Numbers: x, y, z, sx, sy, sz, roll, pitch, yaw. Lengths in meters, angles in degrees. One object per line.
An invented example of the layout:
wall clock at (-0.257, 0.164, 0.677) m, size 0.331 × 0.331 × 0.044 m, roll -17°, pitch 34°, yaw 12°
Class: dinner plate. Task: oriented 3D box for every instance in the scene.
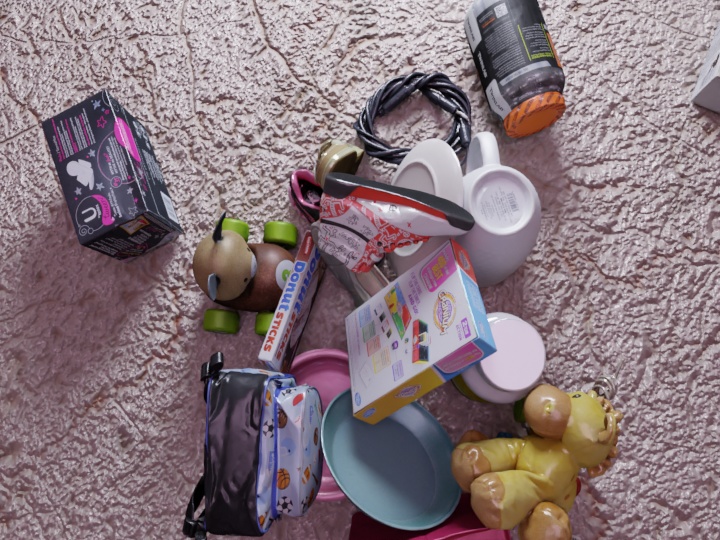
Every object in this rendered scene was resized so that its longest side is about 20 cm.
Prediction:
dinner plate at (0.077, -0.086, 0.786) m, size 0.023 × 0.199 × 0.208 m, roll 6°, pitch 76°, yaw -27°

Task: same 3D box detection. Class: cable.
cable at (0.084, -0.244, 0.886) m, size 0.192 × 0.051 × 0.170 m, roll 3°, pitch 78°, yaw 3°

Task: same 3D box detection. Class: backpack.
backpack at (-0.118, 0.208, 0.677) m, size 0.148 × 0.191 × 0.208 m, roll 6°, pitch 83°, yaw -1°

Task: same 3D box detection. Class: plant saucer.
plant saucer at (0.035, 0.236, 0.696) m, size 0.197 × 0.200 × 0.037 m, roll 33°, pitch 123°, yaw 7°
plant saucer at (-0.048, 0.218, 0.794) m, size 0.192 × 0.051 × 0.209 m, roll -1°, pitch 79°, yaw 3°

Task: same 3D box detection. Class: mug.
mug at (0.179, -0.093, 0.787) m, size 0.142 × 0.176 × 0.208 m, roll -4°, pitch 78°, yaw 1°

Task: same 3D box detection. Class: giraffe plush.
giraffe plush at (0.218, 0.207, 0.624) m, size 0.196 × 0.173 × 0.166 m, roll 27°, pitch 100°, yaw -18°

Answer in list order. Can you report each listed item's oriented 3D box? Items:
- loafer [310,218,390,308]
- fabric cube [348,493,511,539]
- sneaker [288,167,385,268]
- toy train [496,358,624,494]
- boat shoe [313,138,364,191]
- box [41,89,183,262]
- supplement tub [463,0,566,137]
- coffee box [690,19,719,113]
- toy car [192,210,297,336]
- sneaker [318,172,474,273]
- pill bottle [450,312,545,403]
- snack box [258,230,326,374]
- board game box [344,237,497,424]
loafer at (0.000, 0.000, 0.805) m, size 0.063 × 0.071 × 0.203 m, roll -41°, pitch 112°, yaw -22°
fabric cube at (0.088, 0.408, 0.674) m, size 0.192 × 0.200 × 0.204 m, roll -9°, pitch 79°, yaw 0°
sneaker at (-0.040, -0.079, 0.834) m, size 0.199 × 0.096 × 0.079 m, roll 43°, pitch 81°, yaw 8°
toy train at (0.257, 0.190, 0.734) m, size 0.112 × 0.085 × 0.207 m, roll 16°, pitch 106°, yaw 1°
boat shoe at (-0.040, -0.158, 0.801) m, size 0.062 × 0.201 × 0.075 m, roll 27°, pitch 111°, yaw 0°
box at (-0.373, -0.135, 0.838) m, size 0.112 × 0.132 × 0.206 m, roll -23°, pitch 78°, yaw 0°
supplement tub at (0.242, -0.324, 0.860) m, size 0.118 × 0.123 × 0.207 m, roll -14°, pitch 77°, yaw -1°
coffee box at (0.624, -0.351, 0.873) m, size 0.110 × 0.080 × 0.205 m, roll 24°, pitch 80°, yaw 8°
toy car at (-0.169, -0.004, 0.768) m, size 0.151 × 0.200 × 0.171 m, roll 3°, pitch 78°, yaw 3°
sneaker at (0.039, -0.047, 0.704) m, size 0.194 × 0.067 × 0.112 m, roll 15°, pitch 111°, yaw 5°
pill bottle at (0.177, 0.118, 0.730) m, size 0.107 × 0.200 × 0.116 m, roll -1°, pitch 78°, yaw 2°
snack box at (-0.092, 0.048, 0.793) m, size 0.023 × 0.073 × 0.205 m, roll 9°, pitch 62°, yaw 17°
board game box at (0.065, 0.078, 0.696) m, size 0.198 × 0.040 × 0.156 m, roll -37°, pitch 40°, yaw 29°
